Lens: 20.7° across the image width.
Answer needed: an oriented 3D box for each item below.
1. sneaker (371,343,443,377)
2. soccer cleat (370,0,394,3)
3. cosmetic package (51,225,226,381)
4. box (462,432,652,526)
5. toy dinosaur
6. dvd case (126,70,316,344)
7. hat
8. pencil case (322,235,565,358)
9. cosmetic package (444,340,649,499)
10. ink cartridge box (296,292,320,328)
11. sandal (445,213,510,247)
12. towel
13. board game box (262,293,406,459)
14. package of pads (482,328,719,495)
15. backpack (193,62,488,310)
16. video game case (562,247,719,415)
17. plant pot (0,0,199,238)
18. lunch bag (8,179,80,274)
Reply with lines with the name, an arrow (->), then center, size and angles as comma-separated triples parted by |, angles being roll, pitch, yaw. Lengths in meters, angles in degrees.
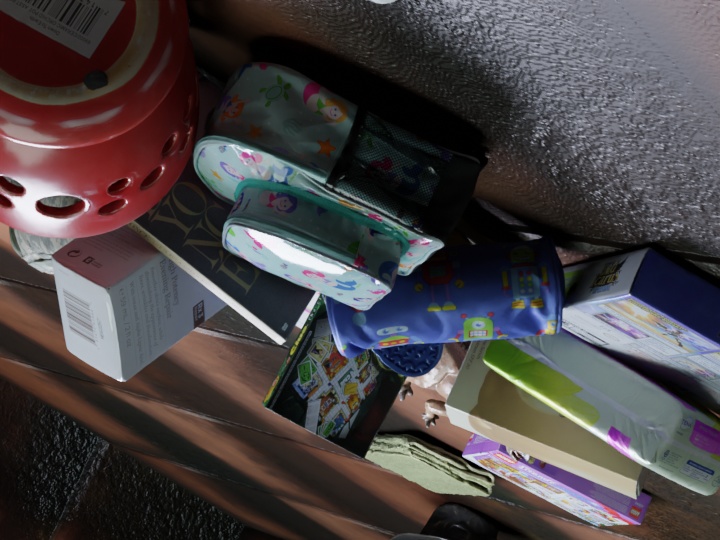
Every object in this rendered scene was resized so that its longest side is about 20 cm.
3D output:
sneaker -> 0.000, 0.000, 1.679 | 0.200, 0.070, 0.078 | 55, 180, -15
soccer cleat -> -0.005, -0.222, 1.069 | 0.073, 0.069, 0.200 | -12, 144, 28
cosmetic package -> -0.152, -0.009, 1.597 | 0.074, 0.200, 0.102 | 27, 138, 32
box -> 0.234, 0.247, 2.363 | 0.199, 0.039, 0.137 | 28, 166, -10
toy dinosaur -> 0.103, 0.103, 2.002 | 0.200, 0.086, 0.135 | 44, 152, -7
dvd case -> -0.104, -0.057, 1.563 | 0.200, 0.149, 0.016 | 38, 146, -10
hat -> 0.146, 0.397, 2.976 | 0.199, 0.081, 0.201 | 15, 165, 4
pencil case -> 0.067, 0.025, 1.598 | 0.198, 0.078, 0.087 | -8, 138, 3
cosmetic package -> 0.192, 0.129, 1.887 | 0.199, 0.106, 0.071 | 20, 165, 15
ink cartridge box -> -0.030, 0.001, 1.837 | 0.147, 0.086, 0.200 | 30, 167, -17
sandal -> 0.058, -0.027, 1.644 | 0.199, 0.054, 0.080 | 33, 164, -14
towel -> 0.090, 0.261, 2.668 | 0.148, 0.037, 0.200 | 29, 165, -16
board game box -> 0.005, 0.053, 1.732 | 0.104, 0.201, 0.023 | 29, 179, -13
package of pads -> 0.225, 0.114, 1.725 | 0.200, 0.068, 0.154 | 33, -176, 36
backpack -> -0.030, -0.067, 1.490 | 0.199, 0.151, 0.178 | 31, 167, -5
video game case -> 0.267, 0.054, 1.603 | 0.199, 0.046, 0.181 | 29, 167, -14
plant pot -> -0.214, -0.143, 1.401 | 0.199, 0.201, 0.183 | 24, 163, 3
lunch bag -> -0.217, -0.074, 1.713 | 0.139, 0.169, 0.200 | 32, 164, -27
